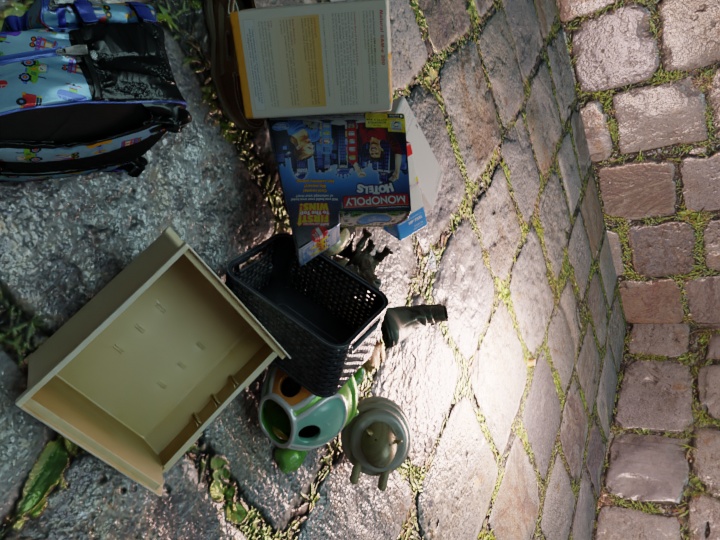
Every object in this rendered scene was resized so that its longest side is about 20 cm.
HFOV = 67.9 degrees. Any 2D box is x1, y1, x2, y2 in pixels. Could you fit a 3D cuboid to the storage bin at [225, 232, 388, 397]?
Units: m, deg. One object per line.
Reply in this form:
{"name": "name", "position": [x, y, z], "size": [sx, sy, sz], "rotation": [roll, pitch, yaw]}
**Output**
{"name": "storage bin", "position": [-0.076, 0.053, 0.720], "size": [0.135, 0.197, 0.096], "rotation": [-37, 152, -48]}

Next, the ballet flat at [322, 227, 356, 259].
{"name": "ballet flat", "position": [-0.027, -0.043, 0.834], "size": [0.058, 0.065, 0.200], "rotation": [60, 5, -3]}

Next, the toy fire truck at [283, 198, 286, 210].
{"name": "toy fire truck", "position": [-0.033, -0.128, 0.873], "size": [0.201, 0.170, 0.133], "rotation": [97, -6, -69]}

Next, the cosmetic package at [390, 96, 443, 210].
{"name": "cosmetic package", "position": [0.087, -0.225, 1.079], "size": [0.201, 0.079, 0.115], "rotation": [49, 48, -37]}

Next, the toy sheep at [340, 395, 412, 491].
{"name": "toy sheep", "position": [0.026, 0.280, 0.905], "size": [0.200, 0.133, 0.143], "rotation": [-175, -101, -84]}

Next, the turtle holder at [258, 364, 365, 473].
{"name": "turtle holder", "position": [-0.088, 0.192, 0.774], "size": [0.142, 0.186, 0.131], "rotation": [50, 39, 7]}

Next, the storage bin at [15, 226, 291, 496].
{"name": "storage bin", "position": [-0.206, 0.099, 0.573], "size": [0.200, 0.093, 0.200], "rotation": [-45, 125, -12]}

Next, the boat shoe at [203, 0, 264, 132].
{"name": "boat shoe", "position": [-0.166, -0.301, 0.750], "size": [0.075, 0.070, 0.206], "rotation": [-23, 105, -51]}

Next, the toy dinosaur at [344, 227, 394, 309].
{"name": "toy dinosaur", "position": [0.000, 0.000, 0.858], "size": [0.076, 0.200, 0.103], "rotation": [39, 82, -2]}

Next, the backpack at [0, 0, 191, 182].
{"name": "backpack", "position": [-0.287, -0.161, 0.499], "size": [0.197, 0.180, 0.138], "rotation": [-21, 95, -40]}

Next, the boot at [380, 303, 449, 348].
{"name": "boot", "position": [0.099, 0.085, 0.963], "size": [0.200, 0.126, 0.070], "rotation": [-21, 99, -85]}

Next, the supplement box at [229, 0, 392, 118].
{"name": "supplement box", "position": [-0.057, -0.272, 0.689], "size": [0.074, 0.193, 0.130], "rotation": [-81, 169, -63]}

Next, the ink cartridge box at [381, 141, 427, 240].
{"name": "ink cartridge box", "position": [0.046, -0.171, 0.953], "size": [0.066, 0.116, 0.204], "rotation": [-28, 125, -17]}

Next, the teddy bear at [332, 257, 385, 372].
{"name": "teddy bear", "position": [-0.026, 0.078, 0.922], "size": [0.203, 0.065, 0.146], "rotation": [62, 33, -20]}

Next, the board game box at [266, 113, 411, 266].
{"name": "board game box", "position": [-0.033, -0.111, 0.726], "size": [0.062, 0.193, 0.206], "rotation": [97, -8, -70]}
